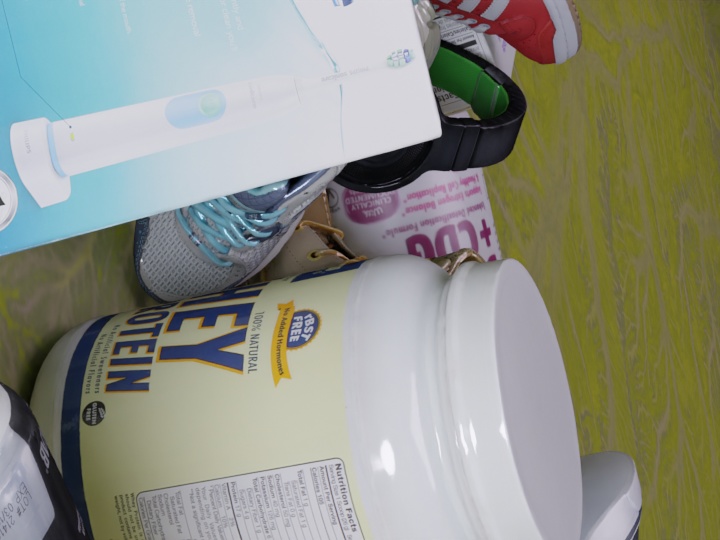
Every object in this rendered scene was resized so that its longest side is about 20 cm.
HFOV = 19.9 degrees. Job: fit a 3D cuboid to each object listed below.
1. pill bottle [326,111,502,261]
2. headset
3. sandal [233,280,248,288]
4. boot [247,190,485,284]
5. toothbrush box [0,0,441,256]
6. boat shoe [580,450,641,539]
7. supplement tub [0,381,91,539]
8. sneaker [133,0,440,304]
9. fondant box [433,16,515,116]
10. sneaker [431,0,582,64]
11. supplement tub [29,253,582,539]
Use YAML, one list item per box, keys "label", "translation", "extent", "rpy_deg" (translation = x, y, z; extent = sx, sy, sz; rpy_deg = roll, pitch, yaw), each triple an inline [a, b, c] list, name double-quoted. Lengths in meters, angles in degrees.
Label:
- label: "pill bottle"
  translation: [0.029, 0.016, 1.174]
  extent: [0.113, 0.112, 0.202]
  rpy_deg: [-31, 108, -71]
- label: "headset"
  translation: [-0.014, -0.077, 1.008]
  extent: [0.124, 0.199, 0.095]
  rpy_deg: [48, -52, 47]
- label: "sandal"
  translation: [-0.056, 0.079, 0.965]
  extent: [0.082, 0.054, 0.201]
  rpy_deg: [104, -32, -69]
- label: "boot"
  translation: [0.000, 0.000, 1.017]
  extent: [0.072, 0.155, 0.202]
  rpy_deg: [8, 72, -43]
- label: "toothbrush box"
  translation: [-0.087, -0.094, 0.738]
  extent: [0.085, 0.199, 0.148]
  rpy_deg: [1, -73, 68]
- label: "boat shoe"
  translation: [0.099, 0.156, 0.950]
  extent: [0.200, 0.071, 0.068]
  rpy_deg: [-64, 133, -63]
- label: "supplement tub"
  translation: [-0.120, 0.141, 0.616]
  extent: [0.123, 0.122, 0.201]
  rpy_deg: [-70, 144, -59]
- label: "sneaker"
  translation: [-0.050, -0.049, 0.890]
  extent: [0.077, 0.200, 0.086]
  rpy_deg: [39, 34, -3]
- label: "fondant box"
  translation: [0.027, -0.203, 1.114]
  extent: [0.145, 0.058, 0.201]
  rpy_deg: [-74, 145, -59]
- label: "sneaker"
  translation: [0.030, -0.140, 1.002]
  extent: [0.071, 0.112, 0.200]
  rpy_deg: [44, -3, 43]
- label: "supplement tub"
  translation: [-0.020, 0.075, 0.840]
  extent: [0.145, 0.198, 0.146]
  rpy_deg: [-12, 90, -73]
